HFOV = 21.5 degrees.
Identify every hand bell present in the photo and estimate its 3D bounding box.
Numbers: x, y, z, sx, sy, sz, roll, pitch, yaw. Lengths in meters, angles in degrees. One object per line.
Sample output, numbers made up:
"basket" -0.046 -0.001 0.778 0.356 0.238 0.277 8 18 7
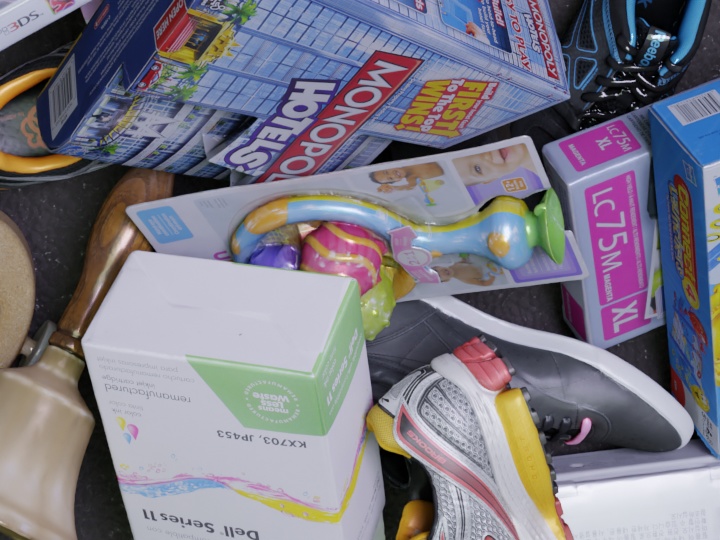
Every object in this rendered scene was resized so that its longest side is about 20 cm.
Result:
"hand bell" -0.138 0.030 0.921 0.103 0.104 0.201 27 76 -8

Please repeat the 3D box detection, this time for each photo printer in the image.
"photo printer" 0.145 0.196 1.010 0.164 0.069 0.202 -7 98 -4

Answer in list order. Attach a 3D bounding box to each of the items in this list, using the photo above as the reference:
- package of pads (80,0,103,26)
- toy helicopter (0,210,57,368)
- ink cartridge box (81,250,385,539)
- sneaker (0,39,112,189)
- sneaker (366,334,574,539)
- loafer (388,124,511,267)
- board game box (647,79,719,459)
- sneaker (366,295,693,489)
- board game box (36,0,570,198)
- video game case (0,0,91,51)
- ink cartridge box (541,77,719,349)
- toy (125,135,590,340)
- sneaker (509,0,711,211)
"package of pads" -0.038 -0.171 0.911 0.198 0.121 0.076 -8 138 5
"toy helicopter" -0.206 0.062 0.973 0.131 0.079 0.202 3 107 -14
"ink cartridge box" -0.054 0.091 0.917 0.116 0.068 0.201 7 135 16
"sneaker" -0.113 -0.090 0.951 0.198 0.077 0.079 -25 97 -3
"sneaker" 0.059 0.134 0.914 0.081 0.078 0.202 -22 104 -7
"loafer" 0.039 -0.097 0.972 0.072 0.071 0.202 -7 82 10
"board game box" 0.249 -0.023 0.944 0.198 0.056 0.197 -21 131 -8
"sneaker" 0.068 0.079 0.973 0.198 0.071 0.100 21 64 -1
"board game box" -0.017 -0.090 0.857 0.198 0.200 0.062 8 58 -29
"video game case" -0.137 -0.198 0.892 0.181 0.201 0.023 -29 138 -1
"ink cartridge box" 0.194 -0.044 0.968 0.198 0.042 0.120 -23 133 -10
"toy" 0.000 0.000 0.897 0.198 0.115 0.048 -11 54 16
"sneaker" 0.126 -0.099 0.969 0.073 0.082 0.202 18 96 -10
